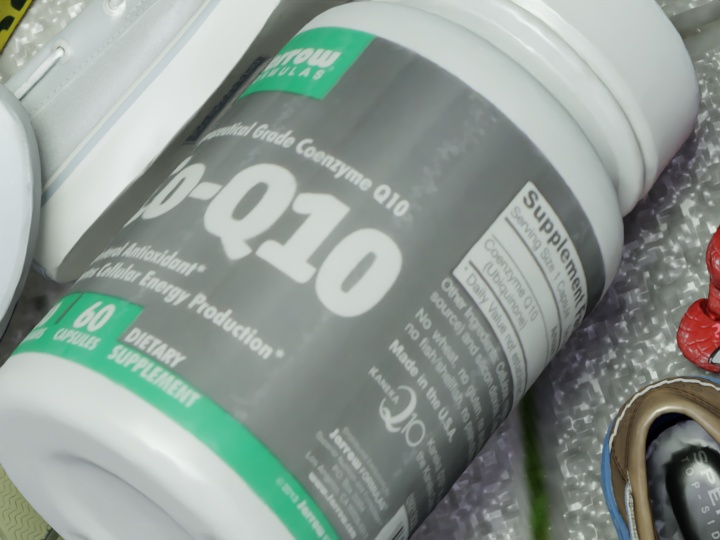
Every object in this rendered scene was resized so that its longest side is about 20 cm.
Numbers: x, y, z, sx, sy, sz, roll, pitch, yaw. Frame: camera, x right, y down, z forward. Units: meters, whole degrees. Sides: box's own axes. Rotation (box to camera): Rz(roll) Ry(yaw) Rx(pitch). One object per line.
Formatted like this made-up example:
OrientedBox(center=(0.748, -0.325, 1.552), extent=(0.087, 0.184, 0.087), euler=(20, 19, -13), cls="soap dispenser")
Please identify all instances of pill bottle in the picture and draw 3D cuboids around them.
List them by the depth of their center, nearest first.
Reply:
OrientedBox(center=(0.000, 0.000, 0.820), extent=(0.113, 0.113, 0.200), euler=(34, 65, 13), cls="pill bottle")

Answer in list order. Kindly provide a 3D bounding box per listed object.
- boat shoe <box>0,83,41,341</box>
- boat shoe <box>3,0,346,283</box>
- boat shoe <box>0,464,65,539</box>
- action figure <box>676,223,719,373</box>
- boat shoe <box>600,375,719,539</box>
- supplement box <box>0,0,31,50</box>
OrientedBox(center=(-0.143, 0.032, 0.900), extent=(0.071, 0.070, 0.201), euler=(16, 102, 0), cls="boat shoe")
OrientedBox(center=(-0.048, -0.089, 0.904), extent=(0.069, 0.072, 0.200), euler=(43, 104, 10), cls="boat shoe")
OrientedBox(center=(-0.026, 0.110, 0.871), extent=(0.200, 0.068, 0.075), euler=(29, 70, 14), cls="boat shoe")
OrientedBox(center=(0.172, -0.027, 0.836), extent=(0.099, 0.065, 0.200), euler=(41, 118, 0), cls="action figure")
OrientedBox(center=(0.119, 0.125, 0.840), extent=(0.072, 0.072, 0.200), euler=(-30, 80, 8), cls="boat shoe")
OrientedBox(center=(-0.159, -0.117, 0.905), extent=(0.109, 0.109, 0.200), euler=(33, 93, 14), cls="supplement box")
